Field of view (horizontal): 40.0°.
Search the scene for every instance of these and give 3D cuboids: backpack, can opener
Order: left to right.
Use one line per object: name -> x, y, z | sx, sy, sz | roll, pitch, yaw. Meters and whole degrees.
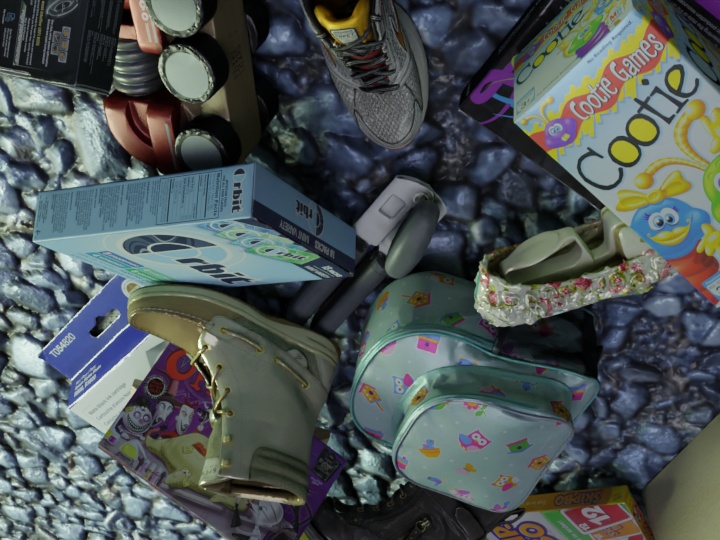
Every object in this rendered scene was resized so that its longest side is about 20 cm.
can opener -> 0.000, 0.000, 0.844 | 0.053, 0.067, 0.200 | 32, 127, -14
backpack -> 0.088, 0.101, 0.853 | 0.197, 0.155, 0.177 | 22, 134, -1

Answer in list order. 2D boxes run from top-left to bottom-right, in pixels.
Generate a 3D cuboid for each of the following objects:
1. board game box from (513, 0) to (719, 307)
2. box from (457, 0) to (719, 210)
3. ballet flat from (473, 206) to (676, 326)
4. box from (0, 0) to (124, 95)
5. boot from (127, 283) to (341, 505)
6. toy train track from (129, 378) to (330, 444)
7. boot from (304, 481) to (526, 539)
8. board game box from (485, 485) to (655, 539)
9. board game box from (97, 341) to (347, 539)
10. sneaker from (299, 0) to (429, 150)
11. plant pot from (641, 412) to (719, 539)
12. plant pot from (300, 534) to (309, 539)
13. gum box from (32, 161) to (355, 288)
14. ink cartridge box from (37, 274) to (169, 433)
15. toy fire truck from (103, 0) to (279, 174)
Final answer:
board game box -> 0.206, -0.091, 0.660 | 0.199, 0.104, 0.105 | 38, 122, -16
box -> 0.183, -0.153, 0.710 | 0.142, 0.036, 0.200 | 33, 125, -12
ballet flat -> 0.179, -0.012, 0.765 | 0.197, 0.076, 0.064 | -23, 135, 1
box -> -0.226, -0.230, 0.647 | 0.157, 0.043, 0.204 | 12, 96, 16
boot -> -0.122, 0.108, 0.854 | 0.197, 0.157, 0.072 | 20, 151, -14
toy train track -> -0.127, 0.148, 0.955 | 0.196, 0.033, 0.116 | 16, 130, -6
boot -> 0.039, 0.224, 0.963 | 0.199, 0.174, 0.069 | 40, 164, 11
board game box -> 0.197, 0.269, 1.019 | 0.197, 0.030, 0.096 | -13, 124, 36
board game box -> -0.124, 0.166, 0.900 | 0.199, 0.121, 0.032 | 36, 158, -6
sneaker -> -0.006, -0.171, 0.705 | 0.076, 0.083, 0.202 | -11, 125, 19
plant pot -> 0.392, 0.254, 0.888 | 0.197, 0.178, 0.201 | 25, 128, -7
plant pot -> 0.003, 0.333, 1.041 | 0.141, 0.200, 0.201 | -33, 118, 1
gum box -> -0.127, -0.028, 0.791 | 0.197, 0.045, 0.170 | -4, 164, 25
ink cartridge box -> -0.202, 0.107, 0.984 | 0.199, 0.041, 0.199 | 39, 125, -18
toy fire truck -> -0.180, -0.160, 0.736 | 0.196, 0.129, 0.178 | 10, 130, 19
